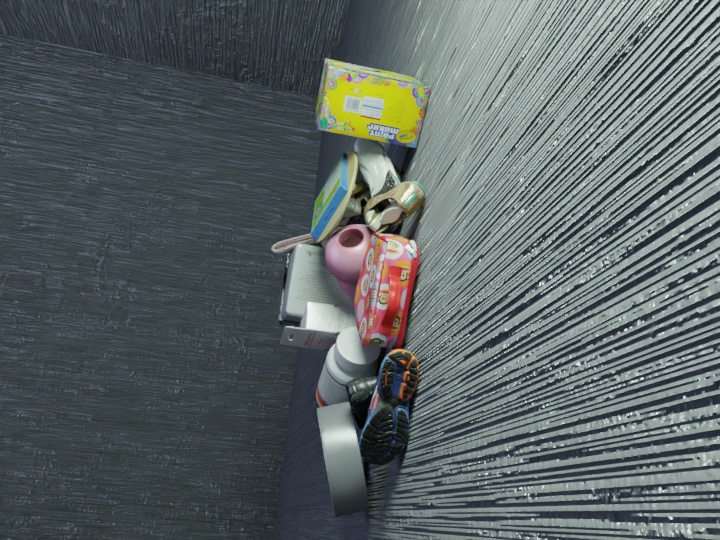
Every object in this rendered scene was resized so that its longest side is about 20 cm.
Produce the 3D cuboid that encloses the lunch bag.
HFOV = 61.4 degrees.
[{"bbox_3d":[0.046,0.036,1.089,0.176,0.082,0.201,-131,50,-77],"label":"lunch bag"}]

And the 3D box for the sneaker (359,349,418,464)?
[{"bbox_3d":[0.049,0.220,0.986,0.078,0.075,0.201,-89,16,-84],"label":"sneaker"}]

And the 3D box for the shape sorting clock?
[{"bbox_3d":[-0.053,-0.150,1.252,0.200,0.039,0.200,-56,20,33],"label":"shape sorting clock"}]

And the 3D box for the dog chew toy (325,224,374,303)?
[{"bbox_3d":[0.000,0.000,1.256,0.200,0.124,0.125,73,-167,-48],"label":"dog chew toy"}]

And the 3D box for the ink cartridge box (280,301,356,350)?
[{"bbox_3d":[-0.068,0.125,1.322,0.116,0.199,0.067,117,159,-61],"label":"ink cartridge box"}]

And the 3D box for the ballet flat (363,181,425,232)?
[{"bbox_3d":[0.046,-0.108,1.131,0.065,0.070,0.200,-51,8,-28],"label":"ballet flat"}]

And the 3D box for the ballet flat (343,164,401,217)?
[{"bbox_3d":[0.001,-0.158,1.316,0.200,0.069,0.063,-32,52,21],"label":"ballet flat"}]

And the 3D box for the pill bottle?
[{"bbox_3d":[-0.025,0.213,1.263,0.200,0.109,0.110,108,166,-45],"label":"pill bottle"}]

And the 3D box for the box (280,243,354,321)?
[{"bbox_3d":[-0.084,0.046,1.491,0.199,0.199,0.172,146,134,-76],"label":"box"}]

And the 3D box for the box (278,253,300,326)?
[{"bbox_3d":[-0.112,0.055,1.642,0.050,0.199,0.199,91,-175,-69],"label":"box"}]

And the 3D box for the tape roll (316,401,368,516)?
[{"bbox_3d":[-0.035,0.356,1.153,0.200,0.066,0.201,169,90,-84],"label":"tape roll"}]

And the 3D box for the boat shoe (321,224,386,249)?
[{"bbox_3d":[-0.002,-0.071,1.352,0.201,0.060,0.072,9,104,44],"label":"boat shoe"}]

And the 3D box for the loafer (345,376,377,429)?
[{"bbox_3d":[0.017,0.248,1.132,0.201,0.070,0.068,82,170,-61],"label":"loafer"}]

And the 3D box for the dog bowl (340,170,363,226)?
[{"bbox_3d":[-0.016,-0.198,1.565,0.200,0.074,0.201,-157,90,-84],"label":"dog bowl"}]

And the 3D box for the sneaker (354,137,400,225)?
[{"bbox_3d":[0.044,-0.183,1.242,0.201,0.072,0.072,70,-165,11],"label":"sneaker"}]

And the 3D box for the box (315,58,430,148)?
[{"bbox_3d":[0.017,-0.345,1.239,0.193,0.199,0.122,-102,22,-66],"label":"box"}]

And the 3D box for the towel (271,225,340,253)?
[{"bbox_3d":[-0.101,-0.075,1.559,0.200,0.190,0.032,-4,-99,-69],"label":"towel"}]

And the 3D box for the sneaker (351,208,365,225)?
[{"bbox_3d":[0.017,-0.126,1.434,0.200,0.076,0.115,119,159,-56],"label":"sneaker"}]
